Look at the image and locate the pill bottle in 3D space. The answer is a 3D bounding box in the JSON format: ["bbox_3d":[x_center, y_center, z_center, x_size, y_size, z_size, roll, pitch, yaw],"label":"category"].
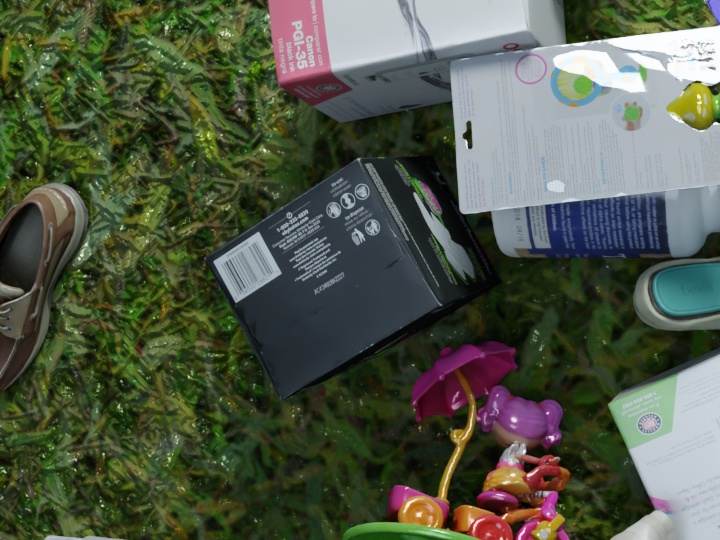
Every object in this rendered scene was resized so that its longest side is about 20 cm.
[{"bbox_3d":[0.203,-0.065,1.233,0.197,0.111,0.113,0,95,18],"label":"pill bottle"}]

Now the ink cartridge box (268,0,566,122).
[{"bbox_3d":[0.048,-0.183,1.247,0.198,0.146,0.084,-9,80,18],"label":"ink cartridge box"}]

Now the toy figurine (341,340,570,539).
[{"bbox_3d":[0.101,0.147,1.266,0.198,0.150,0.186,15,65,-2],"label":"toy figurine"}]

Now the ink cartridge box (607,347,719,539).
[{"bbox_3d":[0.286,0.166,1.250,0.116,0.067,0.202,-25,86,19],"label":"ink cartridge box"}]

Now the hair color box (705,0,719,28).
[{"bbox_3d":[0.327,-0.121,1.190,0.064,0.109,0.202,-30,86,17],"label":"hair color box"}]

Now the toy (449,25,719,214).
[{"bbox_3d":[0.168,-0.102,1.167,0.197,0.047,0.117,-7,74,14],"label":"toy"}]

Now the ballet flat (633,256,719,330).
[{"bbox_3d":[0.298,0.017,1.230,0.197,0.069,0.070,-2,95,-8],"label":"ballet flat"}]

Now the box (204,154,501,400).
[{"bbox_3d":[0.000,0.000,1.256,0.148,0.200,0.125,-31,84,18],"label":"box"}]

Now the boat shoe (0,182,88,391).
[{"bbox_3d":[-0.306,0.016,1.422,0.075,0.072,0.202,25,102,14],"label":"boat shoe"}]

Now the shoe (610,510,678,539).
[{"bbox_3d":[0.235,0.261,1.245,0.069,0.053,0.201,16,143,40],"label":"shoe"}]

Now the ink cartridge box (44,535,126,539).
[{"bbox_3d":[-0.198,0.298,1.415,0.197,0.067,0.118,2,95,17],"label":"ink cartridge box"}]
